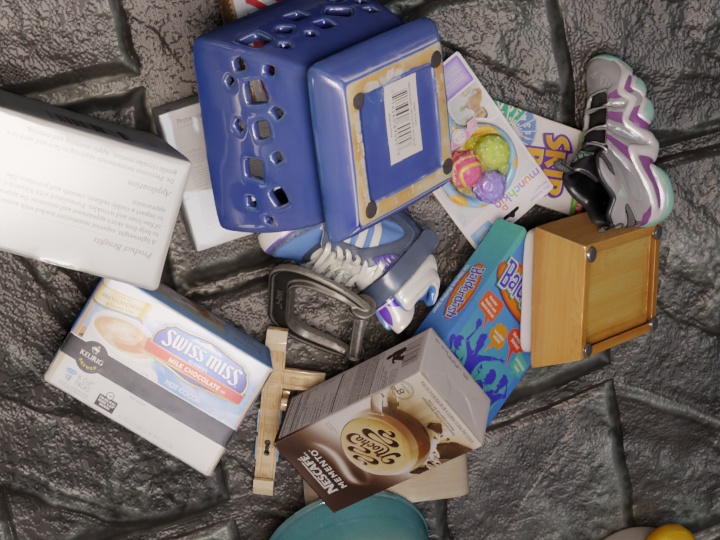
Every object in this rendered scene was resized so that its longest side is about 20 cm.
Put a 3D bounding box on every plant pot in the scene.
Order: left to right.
[{"bbox_3d":[-0.024,-0.147,1.473,0.199,0.179,0.202,-29,122,-40],"label":"plant pot"},{"bbox_3d":[0.005,0.379,1.681,0.198,0.189,0.201,-9,130,-11],"label":"plant pot"}]

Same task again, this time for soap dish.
[{"bbox_3d":[0.262,0.015,1.716,0.199,0.081,0.159,-16,111,-48],"label":"soap dish"}]

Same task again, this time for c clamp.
[{"bbox_3d":[-0.024,0.057,1.635,0.170,0.200,0.027,22,65,13],"label":"c clamp"}]

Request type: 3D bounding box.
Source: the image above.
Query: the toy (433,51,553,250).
[{"bbox_3d":[0.122,-0.124,1.670,0.115,0.047,0.200,-40,111,-2],"label":"toy"}]

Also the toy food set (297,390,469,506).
[{"bbox_3d":[0.030,0.191,1.751,0.198,0.060,0.145,-5,94,-18],"label":"toy food set"}]

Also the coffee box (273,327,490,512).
[{"bbox_3d":[0.022,0.160,1.611,0.199,0.080,0.113,-29,114,29],"label":"coffee box"}]

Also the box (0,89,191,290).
[{"bbox_3d":[-0.289,-0.084,1.492,0.197,0.200,0.132,16,97,-21],"label":"box"}]

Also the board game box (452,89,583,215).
[{"bbox_3d":[0.183,-0.131,1.728,0.198,0.030,0.096,16,99,-23],"label":"board game box"}]

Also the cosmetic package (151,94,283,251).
[{"bbox_3d":[-0.104,-0.125,1.621,0.198,0.052,0.152,-18,111,-13],"label":"cosmetic package"}]

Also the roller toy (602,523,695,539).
[{"bbox_3d":[0.358,0.417,1.864,0.200,0.140,0.182,-47,113,-2],"label":"roller toy"}]

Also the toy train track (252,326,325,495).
[{"bbox_3d":[-0.101,0.161,1.692,0.114,0.033,0.202,7,111,1],"label":"toy train track"}]

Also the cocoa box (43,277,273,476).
[{"bbox_3d":[-0.205,0.095,1.581,0.199,0.133,0.132,32,93,-8],"label":"cocoa box"}]

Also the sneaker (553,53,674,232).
[{"bbox_3d":[0.259,-0.138,1.678,0.139,0.078,0.202,-12,78,-34],"label":"sneaker"}]

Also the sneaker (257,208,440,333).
[{"bbox_3d":[0.000,0.000,1.619,0.199,0.081,0.147,-12,71,-40],"label":"sneaker"}]

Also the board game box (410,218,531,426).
[{"bbox_3d":[0.141,0.067,1.702,0.201,0.045,0.152,-54,135,-15],"label":"board game box"}]

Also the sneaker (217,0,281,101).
[{"bbox_3d":[-0.083,-0.256,1.562,0.111,0.071,0.202,-10,86,-17],"label":"sneaker"}]
